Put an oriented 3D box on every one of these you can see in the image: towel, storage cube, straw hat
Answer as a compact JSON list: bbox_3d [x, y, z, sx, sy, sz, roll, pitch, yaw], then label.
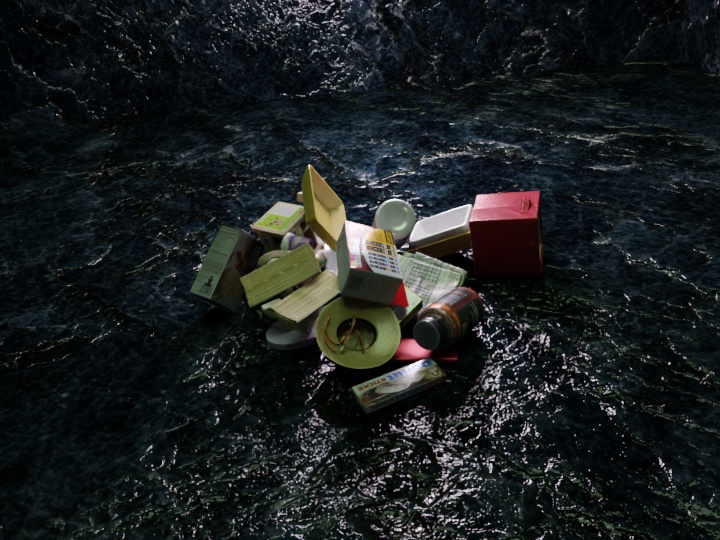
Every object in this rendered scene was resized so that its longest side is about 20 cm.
[{"bbox_3d":[0.155,0.041,1.653,0.192,0.035,0.200,18,55,21],"label":"towel"},{"bbox_3d":[0.405,-0.099,1.766,0.179,0.201,0.171,-1,32,19],"label":"storage cube"},{"bbox_3d":[-0.013,0.156,1.493,0.200,0.085,0.202,6,58,-9],"label":"straw hat"}]

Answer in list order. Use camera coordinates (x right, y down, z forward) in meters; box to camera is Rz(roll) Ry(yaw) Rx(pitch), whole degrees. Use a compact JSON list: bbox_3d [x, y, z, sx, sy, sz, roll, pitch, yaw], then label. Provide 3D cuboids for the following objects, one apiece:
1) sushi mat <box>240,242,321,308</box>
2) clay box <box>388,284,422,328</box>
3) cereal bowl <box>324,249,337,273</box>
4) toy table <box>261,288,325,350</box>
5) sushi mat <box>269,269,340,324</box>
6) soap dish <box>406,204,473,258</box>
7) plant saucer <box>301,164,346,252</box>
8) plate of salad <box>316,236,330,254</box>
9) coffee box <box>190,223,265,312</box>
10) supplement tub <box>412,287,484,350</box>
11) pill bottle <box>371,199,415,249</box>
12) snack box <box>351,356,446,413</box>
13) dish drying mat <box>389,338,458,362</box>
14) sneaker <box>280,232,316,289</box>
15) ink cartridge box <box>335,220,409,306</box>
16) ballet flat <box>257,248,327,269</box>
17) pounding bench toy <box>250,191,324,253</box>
[{"bbox_3d":[-0.194,0.011,1.557,0.199,0.012,0.096,-27,54,5],"label":"sushi mat"},{"bbox_3d":[0.045,0.061,1.605,0.200,0.048,0.115,39,71,25],"label":"clay box"},{"bbox_3d":[0.000,0.000,1.763,0.199,0.084,0.200,-3,31,2],"label":"cereal bowl"},{"bbox_3d":[-0.148,0.102,1.589,0.199,0.118,0.183,-30,39,-34],"label":"toy table"},{"bbox_3d":[-0.114,0.059,1.513,0.095,0.012,0.200,22,42,34],"label":"sushi mat"},{"bbox_3d":[0.243,-0.103,1.846,0.199,0.082,0.158,-17,24,26],"label":"soap dish"},{"bbox_3d":[-0.099,-0.152,1.734,0.048,0.200,0.201,-23,53,17],"label":"plant saucer"},{"bbox_3d":[-0.165,-0.047,1.888,0.199,0.048,0.201,-10,39,8],"label":"plate of salad"},{"bbox_3d":[-0.350,-0.006,1.699,0.079,0.114,0.201,15,75,30],"label":"coffee box"},{"bbox_3d":[0.202,0.116,1.494,0.106,0.108,0.200,17,26,32],"label":"supplement tub"},{"bbox_3d":[0.090,-0.121,1.832,0.113,0.114,0.200,-8,-10,-5],"label":"pill bottle"},{"bbox_3d":[0.085,0.249,1.403,0.199,0.024,0.072,-18,33,-20],"label":"snack box"},{"bbox_3d":[0.127,0.188,1.503,0.198,0.018,0.077,0,31,7],"label":"dish drying mat"},{"bbox_3d":[-0.136,-0.011,1.687,0.088,0.201,0.081,-2,40,23],"label":"sneaker"},{"bbox_3d":[0.038,-0.017,1.546,0.174,0.084,0.201,12,35,-16],"label":"ink cartridge box"},{"bbox_3d":[-0.181,-0.016,1.610,0.199,0.068,0.067,-10,25,21],"label":"ballet flat"},{"bbox_3d":[-0.176,-0.107,1.800,0.124,0.157,0.200,13,48,35],"label":"pounding bench toy"}]
